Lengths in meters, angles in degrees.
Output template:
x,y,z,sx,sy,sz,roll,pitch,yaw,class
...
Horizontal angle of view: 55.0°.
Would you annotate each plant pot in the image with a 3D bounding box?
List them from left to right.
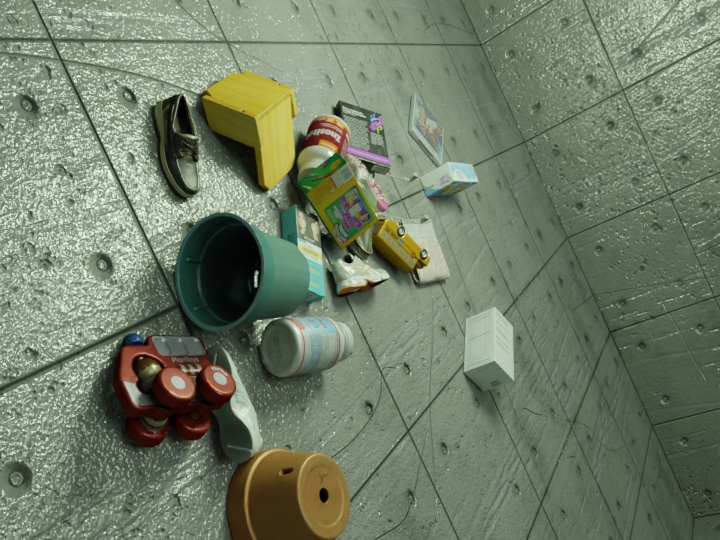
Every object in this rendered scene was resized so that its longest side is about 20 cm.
x,y,z,sx,sy,sz,roll,pitch,yaw,class
-0.201,0.008,1.270,0.195,0.197,0.205,8,63,-62,plant pot
-0.110,0.399,1.184,0.199,0.138,0.204,33,45,-41,plant pot

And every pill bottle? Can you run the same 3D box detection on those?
x,y,z,sx,sy,sz,roll,pitch,yaw,class
-0.102,0.149,1.390,0.198,0.107,0.111,2,68,-56,pill bottle
-0.091,-0.277,1.678,0.113,0.111,0.203,44,37,-30,pill bottle

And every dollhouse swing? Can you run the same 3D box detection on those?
x,y,z,sx,sy,sz,roll,pitch,yaw,class
-0.244,-0.311,1.546,0.178,0.179,0.201,21,37,8,dollhouse swing

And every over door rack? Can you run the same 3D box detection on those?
x,y,z,sx,sy,sz,roll,pitch,yaw,class
0.084,-0.197,1.917,0.196,0.066,0.151,0,68,-34,over door rack

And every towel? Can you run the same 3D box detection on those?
x,y,z,sx,sy,sz,roll,pitch,yaw,class
0.187,-0.060,2.033,0.198,0.032,0.195,-7,76,-57,towel

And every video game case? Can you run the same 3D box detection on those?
x,y,z,sx,sy,sz,roll,pitch,yaw,class
0.228,-0.483,2.378,0.182,0.023,0.203,43,38,-33,video game case

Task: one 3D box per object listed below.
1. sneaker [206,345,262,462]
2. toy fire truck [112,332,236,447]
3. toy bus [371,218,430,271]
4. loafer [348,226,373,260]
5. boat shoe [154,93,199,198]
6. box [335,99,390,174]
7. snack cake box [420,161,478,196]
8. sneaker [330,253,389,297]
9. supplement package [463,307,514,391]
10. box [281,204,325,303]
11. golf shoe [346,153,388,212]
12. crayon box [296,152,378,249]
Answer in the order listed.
x,y,z,sx,sy,sz,roll,pitch,yaw,class
-0.226,0.230,1.203,0.080,0.069,0.204,31,38,-75,sneaker
-0.304,0.171,1.093,0.198,0.113,0.169,8,37,-53,toy fire truck
0.101,-0.063,1.855,0.200,0.064,0.079,42,68,-34,toy bus
0.002,-0.126,1.760,0.075,0.069,0.205,20,54,-49,loafer
-0.343,-0.242,1.321,0.073,0.064,0.205,-5,75,-58,boat shoe
0.005,-0.367,1.901,0.140,0.036,0.204,12,55,-28,box
0.293,-0.297,2.267,0.198,0.113,0.069,-10,77,-57,snack cake box
0.000,0.000,1.677,0.198,0.075,0.094,-7,71,-59,sneaker
0.383,0.233,2.058,0.109,0.112,0.203,43,39,-30,supplement package
-0.127,-0.036,1.527,0.082,0.048,0.205,24,51,-47,box
-0.001,-0.202,1.739,0.075,0.091,0.201,27,24,-52,golf shoe
-0.049,-0.158,1.606,0.058,0.118,0.201,49,-6,45,crayon box
